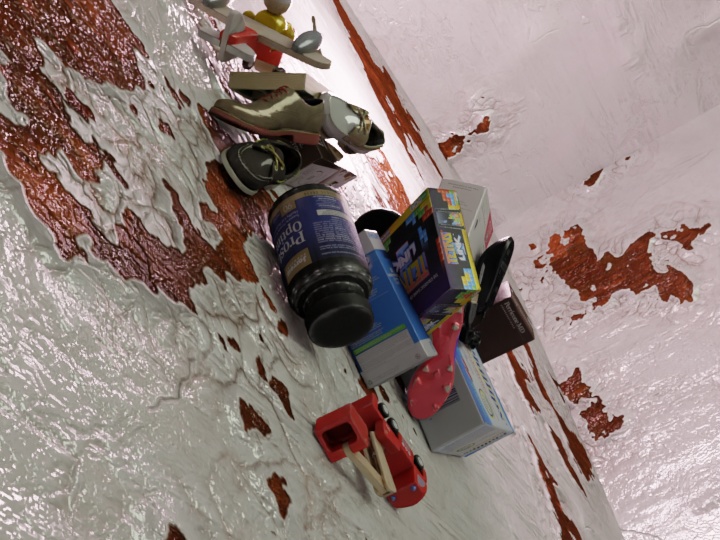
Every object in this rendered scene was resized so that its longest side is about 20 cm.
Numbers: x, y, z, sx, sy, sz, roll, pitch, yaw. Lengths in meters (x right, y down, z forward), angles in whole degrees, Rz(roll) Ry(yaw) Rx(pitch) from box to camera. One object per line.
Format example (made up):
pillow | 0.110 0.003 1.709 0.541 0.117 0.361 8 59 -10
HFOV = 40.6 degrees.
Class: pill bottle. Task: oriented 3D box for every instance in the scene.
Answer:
pill bottle | -0.047 -0.006 1.246 0.112 0.111 0.201 46 20 -49
pill bottle | 0.061 -0.034 1.687 0.112 0.111 0.200 65 14 17

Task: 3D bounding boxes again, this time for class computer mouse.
computer mouse | 0.194 0.030 1.602 0.046 0.201 0.140 20 2 19

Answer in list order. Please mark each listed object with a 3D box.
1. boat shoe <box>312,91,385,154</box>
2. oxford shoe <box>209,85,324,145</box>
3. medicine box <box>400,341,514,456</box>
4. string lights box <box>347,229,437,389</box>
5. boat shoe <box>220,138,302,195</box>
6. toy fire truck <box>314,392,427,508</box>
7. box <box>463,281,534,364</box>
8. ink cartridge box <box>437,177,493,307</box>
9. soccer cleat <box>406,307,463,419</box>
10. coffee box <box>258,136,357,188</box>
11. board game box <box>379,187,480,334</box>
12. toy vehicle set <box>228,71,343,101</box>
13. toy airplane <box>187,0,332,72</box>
boat shoe | -0.016 -0.233 1.527 0.200 0.068 0.075 20 72 -70
oxford shoe | -0.129 -0.227 1.367 0.070 0.075 0.199 26 15 35
medicine box | 0.154 0.201 1.612 0.183 0.103 0.200 67 15 21
string lights box | 0.017 0.054 1.385 0.201 0.102 0.059 64 17 10
boat shoe | -0.132 -0.148 1.327 0.072 0.060 0.201 61 13 -1
toy fire truck | 0.019 0.223 1.170 0.201 0.049 0.141 58 14 -20
box | 0.205 0.115 1.768 0.100 0.199 0.075 57 14 -19
ink cartridge box | 0.150 -0.028 1.624 0.147 0.082 0.201 69 39 -59
soccer cleat | 0.116 0.130 1.506 0.076 0.066 0.201 -104 -154 -80
coffee box | -0.085 -0.195 1.558 0.114 0.079 0.200 65 13 9
board game box | 0.088 0.000 1.446 0.056 0.200 0.166 4 60 -27
toy vehicle set | -0.113 -0.278 1.540 0.200 0.123 0.027 8 86 -74
toy airplane | -0.153 -0.369 1.471 0.199 0.142 0.199 22 11 -29
